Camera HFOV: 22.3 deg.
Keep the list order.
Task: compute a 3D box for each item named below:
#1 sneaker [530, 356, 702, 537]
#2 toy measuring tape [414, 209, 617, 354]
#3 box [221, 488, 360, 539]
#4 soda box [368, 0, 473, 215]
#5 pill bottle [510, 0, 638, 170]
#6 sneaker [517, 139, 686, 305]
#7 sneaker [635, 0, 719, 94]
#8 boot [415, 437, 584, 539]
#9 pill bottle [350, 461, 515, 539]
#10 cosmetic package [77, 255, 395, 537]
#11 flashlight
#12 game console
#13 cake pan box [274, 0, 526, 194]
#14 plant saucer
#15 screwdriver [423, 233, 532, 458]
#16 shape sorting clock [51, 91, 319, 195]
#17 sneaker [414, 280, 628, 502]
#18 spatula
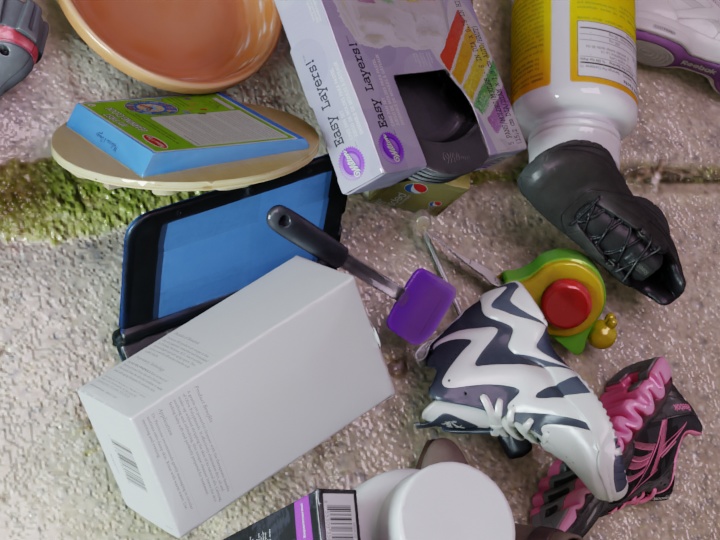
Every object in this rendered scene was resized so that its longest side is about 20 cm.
[{"bbox_3d":[0.216,0.164,1.483,0.096,0.079,0.200,50,59,-15],"label":"sneaker"},{"bbox_3d":[0.139,-0.005,1.500,0.200,0.074,0.074,37,59,-12],"label":"toy measuring tape"},{"bbox_3d":[-0.053,0.240,1.241,0.036,0.200,0.144,4,69,-28],"label":"box"},{"bbox_3d":[0.051,-0.152,1.522,0.067,0.064,0.201,11,67,-21],"label":"soda box"},{"bbox_3d":[0.183,-0.177,1.569,0.109,0.109,0.201,12,66,-22],"label":"pill bottle"},{"bbox_3d":[0.208,-0.038,1.499,0.200,0.076,0.091,29,25,-39],"label":"sneaker"},{"bbox_3d":[0.327,-0.220,1.676,0.199,0.075,0.100,20,65,-18],"label":"sneaker"},{"bbox_3d":[0.108,0.213,1.357,0.070,0.146,0.201,7,71,-38],"label":"boot"},{"bbox_3d":[0.025,0.203,1.292,0.114,0.200,0.115,9,67,-22],"label":"pill bottle"},{"bbox_3d":[-0.085,0.087,1.301,0.199,0.085,0.108,-31,118,-27],"label":"cosmetic package"},{"bbox_3d":[-0.282,-0.107,1.341,0.068,0.068,0.201,19,62,-21],"label":"flashlight"},{"bbox_3d":[-0.073,0.030,1.360,0.199,0.118,0.171,-20,80,-30],"label":"game console"},{"bbox_3d":[0.029,-0.160,1.411,0.184,0.052,0.201,-12,79,-46],"label":"cake pan box"},{"bbox_3d":[-0.158,-0.224,1.450,0.199,0.037,0.201,16,56,-24],"label":"plant saucer"},{"bbox_3d":[0.094,0.058,1.483,0.028,0.029,0.201,-15,79,-30],"label":"screwdriver"},{"bbox_3d":[-0.130,-0.093,1.356,0.199,0.200,0.039,-6,113,-28],"label":"shape sorting clock"},{"bbox_3d":[0.112,0.115,1.411,0.129,0.080,0.200,-28,67,-5],"label":"sneaker"},{"bbox_3d":[0.000,0.000,1.381,0.200,0.021,0.057,31,88,-35],"label":"spatula"}]
